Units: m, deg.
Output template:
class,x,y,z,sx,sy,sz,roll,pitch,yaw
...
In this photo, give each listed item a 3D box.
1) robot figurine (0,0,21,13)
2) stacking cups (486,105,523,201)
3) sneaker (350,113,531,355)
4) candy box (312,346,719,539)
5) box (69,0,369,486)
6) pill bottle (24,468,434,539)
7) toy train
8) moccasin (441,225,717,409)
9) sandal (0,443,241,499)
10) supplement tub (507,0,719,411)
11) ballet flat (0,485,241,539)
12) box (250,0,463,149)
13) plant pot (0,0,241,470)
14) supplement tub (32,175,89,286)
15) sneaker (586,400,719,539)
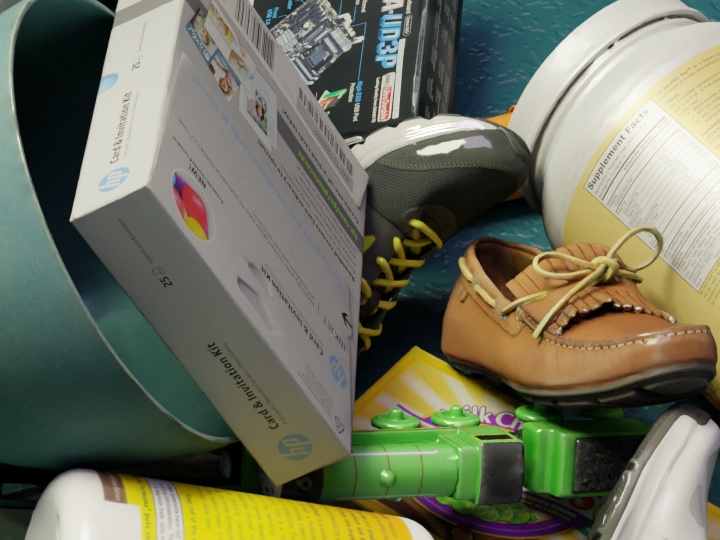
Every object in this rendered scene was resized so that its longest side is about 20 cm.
class,x,y,z,sx,sy,sz,roll,pitch,yaw
robot figurine,-0.168,-0.219,1.491,0.199,0.151,0.125,-25,61,-25
stacking cups,0.106,-0.061,1.378,0.199,0.061,0.061,-17,45,-10
sneaker,0.000,0.000,1.265,0.200,0.074,0.085,-29,54,22
candy box,0.074,0.110,1.208,0.199,0.026,0.102,27,46,26
box,-0.053,-0.031,1.122,0.041,0.156,0.200,-24,32,18
pill bottle,-0.037,0.148,1.086,0.199,0.110,0.110,10,40,-17
toy train,0.038,0.083,1.154,0.199,0.042,0.056,-2,11,-22
moccasin,0.097,0.018,1.186,0.073,0.078,0.201,-1,7,-17
sandal,-0.122,0.069,1.203,0.211,0.078,0.070,-2,73,4
supplement tub,0.176,-0.025,1.253,0.145,0.146,0.200,-28,55,-27
ballet flat,-0.126,0.129,1.168,0.199,0.070,0.070,-1,43,0
box,-0.029,-0.102,1.384,0.158,0.046,0.200,-14,39,18
plant pot,-0.144,0.001,1.108,0.134,0.200,0.201,-23,39,18
supplement tub,-0.202,-0.007,1.248,0.199,0.145,0.145,-15,45,-15
sneaker,0.136,0.161,1.101,0.115,0.076,0.201,23,72,4
